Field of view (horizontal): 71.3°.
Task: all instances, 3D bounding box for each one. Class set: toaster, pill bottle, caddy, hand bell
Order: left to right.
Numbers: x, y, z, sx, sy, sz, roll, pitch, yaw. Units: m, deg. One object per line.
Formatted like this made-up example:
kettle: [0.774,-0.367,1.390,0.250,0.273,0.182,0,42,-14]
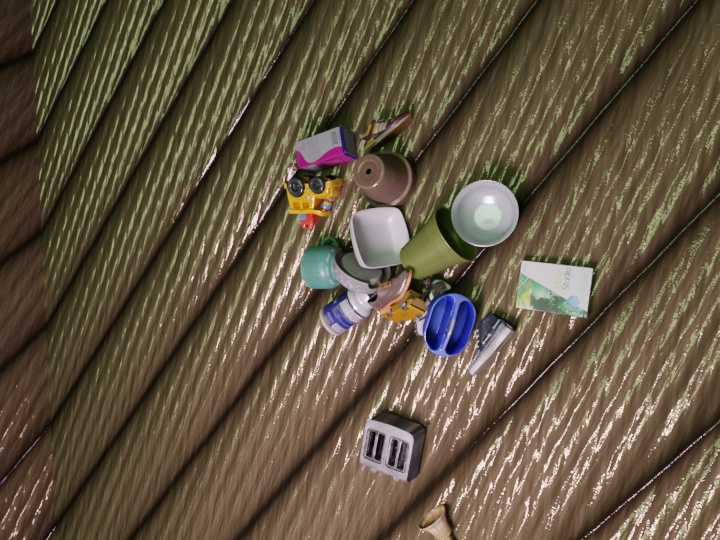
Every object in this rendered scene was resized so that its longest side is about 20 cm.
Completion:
pill bottle: [-0.034,0.129,1.732,0.200,0.116,0.116,-35,73,21]
toaster: [0.109,0.569,1.638,0.180,0.119,0.201,12,93,26]
caddy: [0.272,0.165,1.549,0.141,0.105,0.201,16,97,-4]
hand bell: [0.285,0.853,1.568,0.104,0.104,0.200,-40,83,20]

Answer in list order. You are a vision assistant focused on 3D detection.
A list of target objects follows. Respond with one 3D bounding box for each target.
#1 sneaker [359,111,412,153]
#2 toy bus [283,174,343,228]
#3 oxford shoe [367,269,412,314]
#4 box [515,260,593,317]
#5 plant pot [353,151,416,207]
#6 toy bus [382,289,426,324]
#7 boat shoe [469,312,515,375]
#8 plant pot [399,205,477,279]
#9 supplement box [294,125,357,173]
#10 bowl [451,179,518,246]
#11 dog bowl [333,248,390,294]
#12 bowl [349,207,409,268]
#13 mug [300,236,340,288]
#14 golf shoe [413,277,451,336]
sneaker: [0.082,-0.495,1.720,0.200,0.075,0.090,-34,78,21]
toy bus: [-0.164,-0.248,1.816,0.200,0.136,0.193,1,102,25]
oxford shoe: [0.093,0.061,1.591,0.073,0.071,0.200,28,124,-14]
box: [0.566,0.052,1.470,0.200,0.036,0.145,7,91,28]
plant pot: [0.061,-0.313,1.669,0.200,0.175,0.201,-2,87,28]
toy bus: [0.142,0.118,1.601,0.065,0.200,0.078,28,65,-14]
boat shoe: [0.381,0.222,1.545,0.093,0.075,0.200,43,99,29]
plant pot: [0.228,-0.068,1.579,0.190,0.200,0.200,-35,72,33]
supplement box: [-0.124,-0.432,1.809,0.200,0.103,0.101,-11,84,25]
bowl: [0.384,-0.168,1.537,0.201,0.090,0.202,-2,86,21]
dog bowl: [0.000,0.000,1.682,0.200,0.200,0.059,41,128,22]
bowl: [0.058,-0.104,1.673,0.075,0.199,0.201,-28,74,64]
mug: [-0.121,-0.028,1.760,0.114,0.152,0.186,0,91,30]
golf shoe: [0.228,0.124,1.621,0.088,0.077,0.201,16,96,18]
